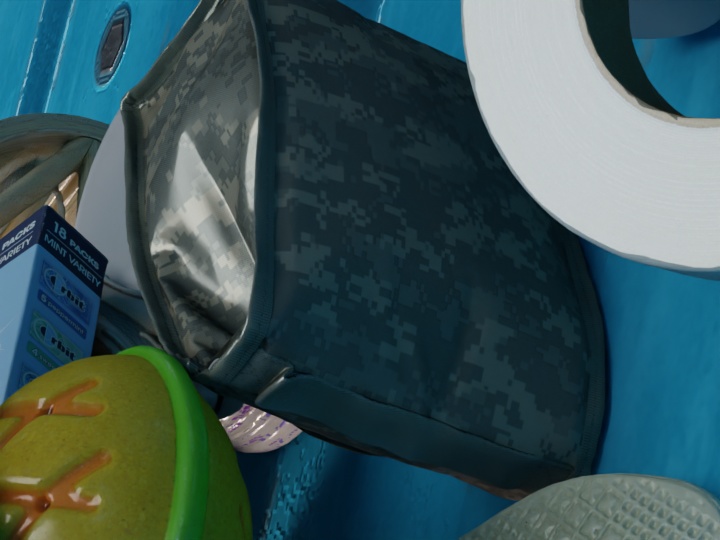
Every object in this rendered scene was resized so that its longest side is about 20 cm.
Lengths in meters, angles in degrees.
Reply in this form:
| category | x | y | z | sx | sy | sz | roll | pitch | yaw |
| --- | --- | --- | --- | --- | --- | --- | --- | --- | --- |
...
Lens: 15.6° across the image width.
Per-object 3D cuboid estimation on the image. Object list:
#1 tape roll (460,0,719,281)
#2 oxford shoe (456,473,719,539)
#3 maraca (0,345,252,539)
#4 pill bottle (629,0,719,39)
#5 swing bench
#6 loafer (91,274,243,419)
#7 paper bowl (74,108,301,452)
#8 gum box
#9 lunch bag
| category | x | y | z | sx | sy | sz | roll | pitch | yaw |
| --- | --- | --- | --- | --- | --- | --- | --- | --- | --- |
| tape roll | 0.126 | -0.097 | 0.864 | 0.202 | 0.037 | 0.205 | -6 | 80 | 34 |
| oxford shoe | 0.063 | 0.127 | 0.951 | 0.199 | 0.058 | 0.076 | -29 | 41 | 38 |
| maraca | -0.092 | 0.113 | 0.911 | 0.137 | 0.106 | 0.201 | -50 | 32 | 33 |
| pill bottle | 0.105 | -0.198 | 0.993 | 0.116 | 0.115 | 0.202 | -17 | 59 | 61 |
| swing bench | -0.209 | 0.034 | 1.434 | 0.199 | 0.129 | 0.201 | -49 | 15 | 42 |
| loafer | -0.134 | 0.037 | 1.190 | 0.199 | 0.063 | 0.072 | 4 | 104 | 48 |
| paper bowl | -0.068 | -0.021 | 1.262 | 0.201 | 0.104 | 0.202 | -44 | 36 | 45 |
| gum box | -0.189 | 0.086 | 1.105 | 0.169 | 0.045 | 0.201 | -34 | 30 | 24 |
| lunch bag | 0.000 | 0.000 | 1.028 | 0.118 | 0.163 | 0.201 | -49 | 33 | 32 |
